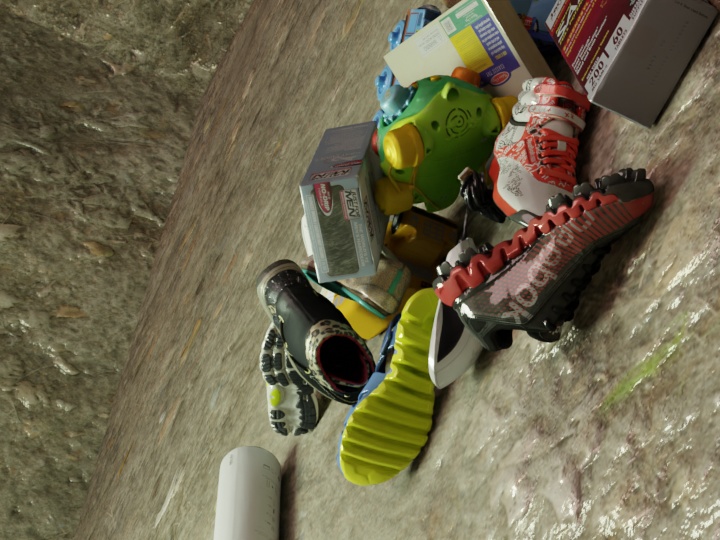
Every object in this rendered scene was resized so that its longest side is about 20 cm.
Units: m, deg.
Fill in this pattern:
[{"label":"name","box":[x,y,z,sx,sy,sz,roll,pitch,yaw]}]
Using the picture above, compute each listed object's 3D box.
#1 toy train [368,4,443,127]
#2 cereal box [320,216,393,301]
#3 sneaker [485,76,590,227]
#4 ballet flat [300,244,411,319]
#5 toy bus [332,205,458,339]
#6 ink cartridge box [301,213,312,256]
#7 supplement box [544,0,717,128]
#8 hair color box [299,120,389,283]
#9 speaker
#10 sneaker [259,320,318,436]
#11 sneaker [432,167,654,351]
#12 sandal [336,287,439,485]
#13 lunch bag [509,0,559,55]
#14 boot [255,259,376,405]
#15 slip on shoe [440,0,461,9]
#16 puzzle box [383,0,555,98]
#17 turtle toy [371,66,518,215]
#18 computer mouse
[{"label":"toy train","box":[0.067,-0.209,1.604,0.114,0.085,0.203,-150,73,-71]},{"label":"cereal box","box":[-0.013,0.018,1.689,0.144,0.039,0.203,161,128,-72]},{"label":"sneaker","box":[0.161,-0.104,1.190,0.202,0.066,0.109,-101,33,-68]},{"label":"ballet flat","box":[0.000,0.000,1.416,0.068,0.068,0.200,-58,28,-4]},{"label":"toy bus","box":[0.034,0.003,1.493,0.200,0.064,0.079,-42,30,59]},{"label":"ink cartridge box","box":[-0.034,-0.092,1.813,0.162,0.050,0.200,-56,6,-39]},{"label":"supplement box","box":[0.219,-0.210,1.147,0.201,0.060,0.110,-98,32,-63]},{"label":"hair color box","box":[-0.011,-0.073,1.375,0.200,0.060,0.100,-76,-24,-69]},{"label":"speaker","box":[-0.135,0.304,1.647,0.082,0.080,0.201,-60,18,28]},{"label":"sneaker","box":[-0.087,0.108,1.646,0.080,0.076,0.202,-103,16,-47]},{"label":"sneaker","box":[0.153,-0.002,1.072,0.199,0.099,0.071,-33,-9,28]},{"label":"sandal","box":[0.038,0.113,1.329,0.202,0.079,0.087,-62,9,-4]},{"label":"lunch bag","box":[0.164,-0.293,1.432,0.200,0.093,0.153,153,135,-81]},{"label":"boot","box":[-0.026,0.096,1.427,0.073,0.205,0.154,-36,36,-6]},{"label":"slip on shoe","box":[0.129,-0.326,1.623,0.077,0.060,0.200,-63,16,18]},{"label":"puzzle box","box":[0.109,-0.191,1.361,0.025,0.134,0.199,-35,6,-28]},{"label":"turtle toy","box":[0.069,-0.123,1.347,0.201,0.144,0.102,104,144,-57]},{"label":"computer mouse","box":[0.102,0.011,1.256,0.110,0.043,0.203,50,-131,-69]}]
